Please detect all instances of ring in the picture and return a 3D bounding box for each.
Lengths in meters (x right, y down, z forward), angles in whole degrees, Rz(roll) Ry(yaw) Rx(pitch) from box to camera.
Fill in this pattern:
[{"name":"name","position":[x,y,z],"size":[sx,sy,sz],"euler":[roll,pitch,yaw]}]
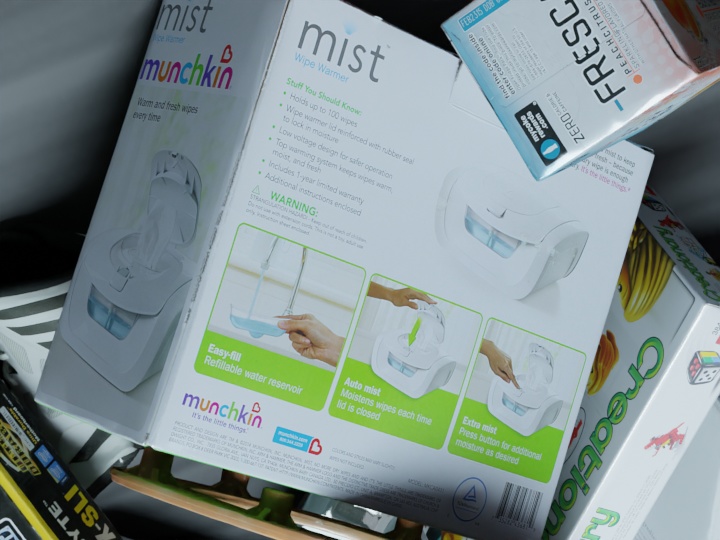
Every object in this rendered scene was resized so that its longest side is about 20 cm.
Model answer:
[{"name":"ring","position":[-0.005,0.104,0.820],"size":[0.199,0.019,0.200],"euler":[15,176,1]}]

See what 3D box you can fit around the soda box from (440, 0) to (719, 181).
[{"name":"soda box","position":[0.096,-0.086,0.732],"size":[0.068,0.064,0.200],"euler":[-33,177,20]}]

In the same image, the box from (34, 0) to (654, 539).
[{"name":"box","position":[0.000,0.000,0.788],"size":[0.199,0.096,0.178],"euler":[19,85,-37]}]

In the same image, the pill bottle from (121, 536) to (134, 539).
[{"name":"pill bottle","position":[-0.119,0.202,1.047],"size":[0.199,0.117,0.116],"euler":[24,127,-39]}]

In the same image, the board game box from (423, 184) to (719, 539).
[{"name":"board game box","position":[0.097,0.070,0.908],"size":[0.034,0.126,0.201],"euler":[17,112,-24]}]

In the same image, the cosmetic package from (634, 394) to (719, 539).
[{"name":"cosmetic package","position":[0.189,0.113,0.959],"size":[0.101,0.071,0.201],"euler":[-13,130,-17]}]

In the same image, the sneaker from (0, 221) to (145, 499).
[{"name":"sneaker","position":[-0.135,0.036,0.893],"size":[0.115,0.076,0.200],"euler":[43,144,-8]}]

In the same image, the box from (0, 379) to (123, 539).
[{"name":"box","position":[-0.210,0.132,0.873],"size":[0.199,0.049,0.160],"euler":[-34,99,24]}]

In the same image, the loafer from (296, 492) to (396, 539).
[{"name":"loafer","position":[0.012,0.097,1.022],"size":[0.072,0.063,0.200],"euler":[33,111,-12]}]
